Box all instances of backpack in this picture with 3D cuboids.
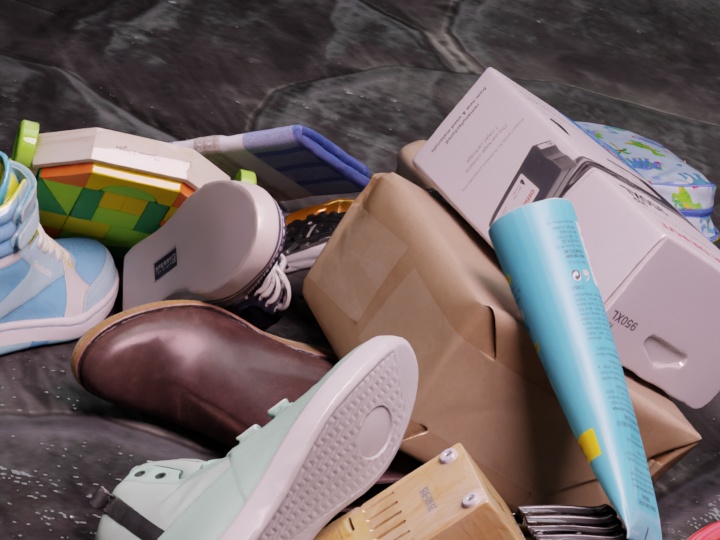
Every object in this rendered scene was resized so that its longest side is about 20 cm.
[{"bbox_3d":[0.179,-0.042,1.832,0.163,0.154,0.200,8,36,-32],"label":"backpack"}]

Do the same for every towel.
[{"bbox_3d":[-0.106,-0.068,1.667,0.200,0.024,0.147,-6,-14,20],"label":"towel"}]

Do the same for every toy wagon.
[{"bbox_3d":[-0.160,-0.043,1.612,0.155,0.040,0.200,13,-21,-12],"label":"toy wagon"}]

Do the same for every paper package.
[{"bbox_3d":[0.083,0.055,1.501,0.191,0.104,0.200,30,13,-27],"label":"paper package"}]

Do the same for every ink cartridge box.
[{"bbox_3d":[0.146,-0.020,1.515,0.145,0.084,0.200,28,15,-45],"label":"ink cartridge box"}]

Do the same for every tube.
[{"bbox_3d":[0.126,0.059,1.357,0.077,0.050,0.200,20,47,-62],"label":"tube"}]

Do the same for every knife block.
[{"bbox_3d":[0.063,0.191,1.326,0.200,0.176,0.064,-33,28,4],"label":"knife block"}]

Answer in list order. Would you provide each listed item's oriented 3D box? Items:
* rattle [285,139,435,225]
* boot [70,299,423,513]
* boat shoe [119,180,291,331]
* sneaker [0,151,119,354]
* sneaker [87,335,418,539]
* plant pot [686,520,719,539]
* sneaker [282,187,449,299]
[{"bbox_3d":[0.043,0.016,1.686,0.143,0.130,0.200,-13,61,-29],"label":"rattle"},{"bbox_3d":[-0.058,0.085,1.455,0.200,0.072,0.166,6,22,-29],"label":"boot"},{"bbox_3d":[-0.074,-0.005,1.548,0.093,0.075,0.200,7,-15,-28],"label":"boat shoe"},{"bbox_3d":[-0.211,-0.021,1.532,0.079,0.131,0.200,25,24,24],"label":"sneaker"},{"bbox_3d":[-0.063,0.099,1.316,0.118,0.074,0.200,22,63,40],"label":"sneaker"},{"bbox_3d":[0.213,0.239,1.130,0.200,0.183,0.200,13,22,-5],"label":"plant pot"},{"bbox_3d":[0.000,0.000,1.645,0.200,0.079,0.074,-10,21,21],"label":"sneaker"}]
